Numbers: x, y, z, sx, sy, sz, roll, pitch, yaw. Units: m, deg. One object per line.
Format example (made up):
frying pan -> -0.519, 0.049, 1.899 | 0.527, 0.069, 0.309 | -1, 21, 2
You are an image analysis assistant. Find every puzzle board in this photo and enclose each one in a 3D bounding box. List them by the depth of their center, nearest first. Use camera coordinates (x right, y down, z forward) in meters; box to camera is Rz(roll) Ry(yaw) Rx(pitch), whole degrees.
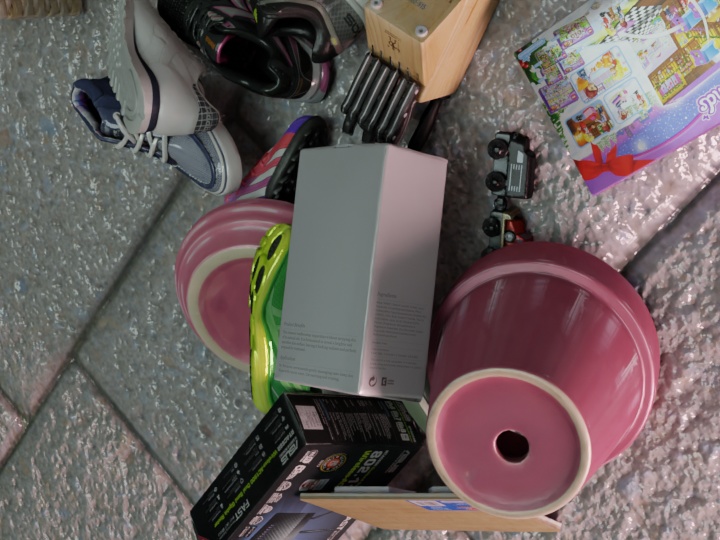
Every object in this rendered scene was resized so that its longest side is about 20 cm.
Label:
puzzle board -> 0.066, 0.220, 1.059 | 0.198, 0.150, 0.018 | -8, 64, 33

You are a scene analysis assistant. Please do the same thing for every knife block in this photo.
knife block -> 0.062, -0.195, 1.001 | 0.064, 0.176, 0.200 | 35, 74, 18

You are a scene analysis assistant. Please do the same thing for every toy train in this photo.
toy train -> 0.131, -0.022, 1.011 | 0.045, 0.034, 0.203 | 8, 108, 19

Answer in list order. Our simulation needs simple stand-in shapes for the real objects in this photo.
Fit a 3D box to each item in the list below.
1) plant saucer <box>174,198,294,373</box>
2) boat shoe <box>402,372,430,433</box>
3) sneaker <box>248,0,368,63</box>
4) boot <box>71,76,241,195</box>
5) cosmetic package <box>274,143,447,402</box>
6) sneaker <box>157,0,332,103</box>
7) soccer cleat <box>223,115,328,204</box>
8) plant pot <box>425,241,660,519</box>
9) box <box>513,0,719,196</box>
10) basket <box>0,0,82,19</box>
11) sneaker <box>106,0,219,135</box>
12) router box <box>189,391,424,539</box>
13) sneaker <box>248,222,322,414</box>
plant saucer -> -0.089, 0.029, 1.106 | 0.198, 0.051, 0.202 | 7, 124, 10
boat shoe -> 0.055, 0.088, 1.063 | 0.202, 0.060, 0.072 | 57, 167, -12
sneaker -> -0.081, -0.257, 1.018 | 0.199, 0.074, 0.088 | 35, 84, -3
boot -> -0.202, -0.130, 1.118 | 0.200, 0.090, 0.073 | 41, 134, 37
cosmetic package -> 0.000, 0.000, 0.950 | 0.112, 0.081, 0.203 | 6, 86, 46
sneaker -> -0.122, -0.223, 1.085 | 0.199, 0.086, 0.081 | 29, 115, 24
soccer cleat -> -0.097, -0.077, 1.123 | 0.073, 0.068, 0.201 | 42, 123, 21
plant pot -> 0.136, 0.098, 0.927 | 0.198, 0.179, 0.202 | 7, 112, 17
box -> 0.235, -0.166, 0.900 | 0.199, 0.039, 0.138 | -31, 85, 34
basket -> -0.398, -0.359, 1.162 | 0.159, 0.198, 0.203 | 11, 108, 25
sneaker -> -0.192, -0.195, 1.086 | 0.077, 0.080, 0.201 | 113, 147, -42
router box -> -0.054, 0.203, 1.112 | 0.200, 0.149, 0.062 | -52, 50, 31
sneaker -> -0.060, 0.042, 1.043 | 0.082, 0.074, 0.202 | -1, 125, -7
